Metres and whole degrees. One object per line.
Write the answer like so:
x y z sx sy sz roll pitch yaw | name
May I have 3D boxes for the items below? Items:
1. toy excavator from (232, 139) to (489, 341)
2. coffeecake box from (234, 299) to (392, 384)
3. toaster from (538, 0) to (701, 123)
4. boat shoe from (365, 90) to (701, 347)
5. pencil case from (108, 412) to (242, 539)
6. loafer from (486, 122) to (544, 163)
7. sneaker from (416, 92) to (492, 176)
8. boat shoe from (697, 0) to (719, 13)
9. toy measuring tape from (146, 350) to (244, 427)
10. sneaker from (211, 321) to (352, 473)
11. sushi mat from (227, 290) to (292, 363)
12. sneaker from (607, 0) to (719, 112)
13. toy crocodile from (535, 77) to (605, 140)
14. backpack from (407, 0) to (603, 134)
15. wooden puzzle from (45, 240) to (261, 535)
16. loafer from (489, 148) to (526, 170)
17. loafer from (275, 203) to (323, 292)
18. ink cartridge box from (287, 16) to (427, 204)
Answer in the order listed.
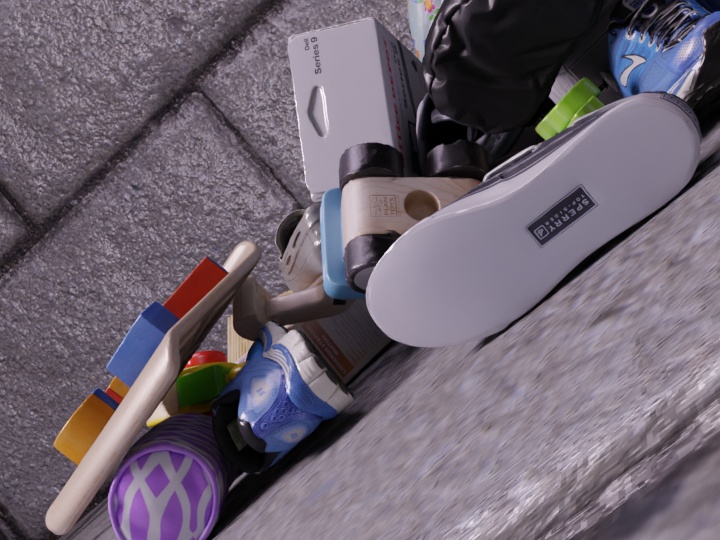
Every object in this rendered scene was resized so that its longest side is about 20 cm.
0.000 0.000 0.864 0.192 0.101 0.201 -1 -29 -7 | toy excavator
-0.021 0.051 1.044 0.200 0.073 0.153 -42 4 -25 | coffeecake box
0.204 -0.165 0.923 0.129 0.114 0.200 -43 3 2 | toaster
0.091 -0.030 0.610 0.199 0.072 0.068 -38 4 22 | boat shoe
-0.137 0.158 0.854 0.200 0.083 0.086 116 166 -88 | pencil case
0.123 -0.063 1.116 0.201 0.063 0.072 -57 9 3 | loafer
0.094 -0.157 0.932 0.140 0.077 0.202 -62 -13 -67 | sneaker
0.263 -0.195 1.066 0.200 0.072 0.072 -40 0 37 | boat shoe
-0.160 0.117 0.999 0.199 0.074 0.074 -21 12 32 | toy measuring tape
-0.070 0.091 0.809 0.089 0.079 0.200 -38 1 -10 | sneaker
-0.096 0.087 1.191 0.095 0.012 0.201 -22 30 6 | sushi mat
0.192 -0.140 0.723 0.078 0.090 0.200 -30 3 1 | sneaker
0.147 -0.079 0.752 0.062 0.067 0.200 -47 -1 5 | toy crocodile
0.100 -0.219 0.802 0.167 0.126 0.201 -50 27 44 | backpack
-0.158 0.073 0.839 0.186 0.046 0.200 -53 5 25 | wooden puzzle
0.125 -0.069 1.004 0.063 0.072 0.200 -34 2 42 | loafer
-0.042 -0.023 1.017 0.070 0.070 0.200 -42 5 -16 | loafer
0.012 -0.129 1.037 0.083 0.148 0.200 -10 -4 15 | ink cartridge box
